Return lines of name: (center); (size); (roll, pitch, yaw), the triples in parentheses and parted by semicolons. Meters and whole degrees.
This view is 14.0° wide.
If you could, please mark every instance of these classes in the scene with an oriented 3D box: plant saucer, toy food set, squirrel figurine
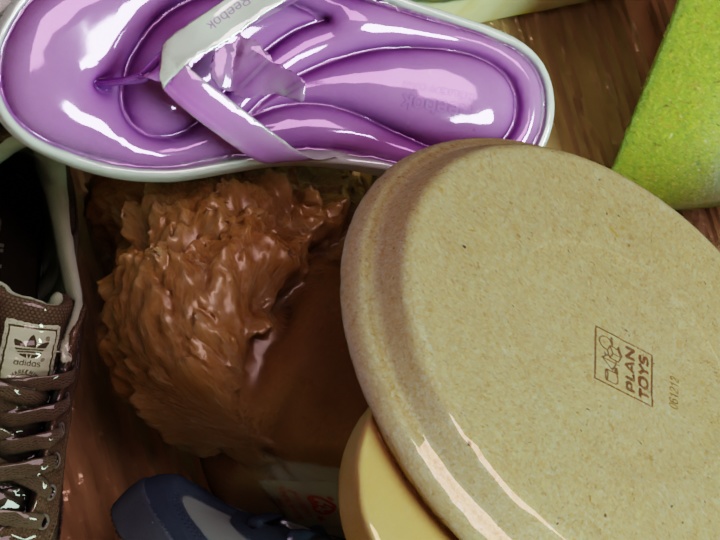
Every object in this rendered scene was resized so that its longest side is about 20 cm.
plant saucer: (0.203, -0.112, 1.147); (0.200, 0.200, 0.048); (-29, 63, -31)
toy food set: (0.073, 0.044, 0.955); (0.198, 0.049, 0.200); (14, 49, -32)
squirrel figurine: (0.000, 0.000, 1.053); (0.200, 0.142, 0.187); (30, 54, -14)

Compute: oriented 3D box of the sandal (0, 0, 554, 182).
sandal: (-0.023, -0.070, 0.978); (0.202, 0.050, 0.083); (2, 88, -22)

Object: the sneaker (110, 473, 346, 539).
sneaker: (0.013, 0.111, 0.991); (0.200, 0.070, 0.082); (32, 101, 5)

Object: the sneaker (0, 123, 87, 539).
sneaker: (-0.131, 0.042, 1.008); (0.070, 0.076, 0.200); (6, 67, -23)

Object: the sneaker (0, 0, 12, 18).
sneaker: (-0.123, -0.093, 1.004); (0.200, 0.099, 0.078); (-59, 134, -27)

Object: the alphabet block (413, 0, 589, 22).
alphabet block: (0.046, -0.219, 1.121); (0.195, 0.200, 0.197); (-12, 75, -27)
